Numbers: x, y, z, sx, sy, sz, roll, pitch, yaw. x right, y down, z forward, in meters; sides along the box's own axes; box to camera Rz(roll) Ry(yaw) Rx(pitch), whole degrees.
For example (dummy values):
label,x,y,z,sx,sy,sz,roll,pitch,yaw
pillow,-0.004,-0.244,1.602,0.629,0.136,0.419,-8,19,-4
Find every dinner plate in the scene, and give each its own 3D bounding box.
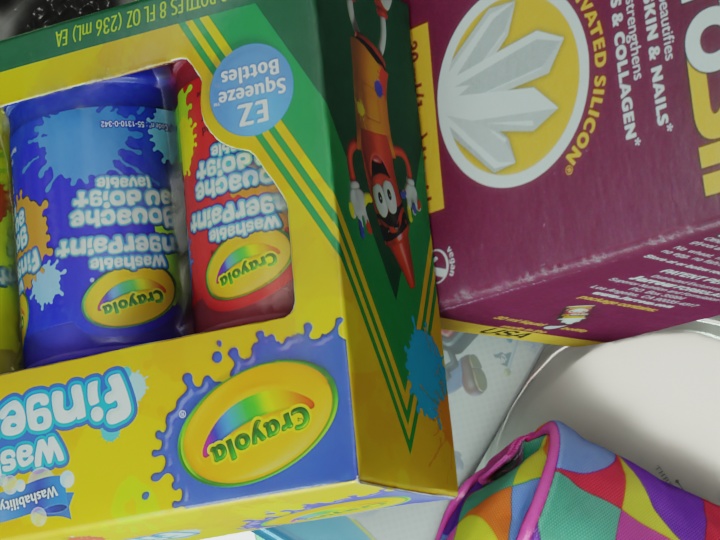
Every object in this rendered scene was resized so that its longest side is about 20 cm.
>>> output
label,x,y,z,sx,sy,sz,roll,pitch,yaw
dinner plate,0.113,0.080,0.866,0.199,0.024,0.201,0,94,7

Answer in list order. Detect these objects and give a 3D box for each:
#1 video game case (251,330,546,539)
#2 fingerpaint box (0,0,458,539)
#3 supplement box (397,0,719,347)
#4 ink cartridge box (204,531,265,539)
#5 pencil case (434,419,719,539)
label,x,y,z,sx,sy,sz,roll,pitch,yaw
video game case,0.000,0.000,0.844,0.143,0.018,0.201,30,77,3
fingerpaint box,-0.079,0.006,0.764,0.199,0.073,0.168,-11,76,26
supplement box,0.105,-0.058,0.747,0.199,0.103,0.132,-18,71,43
ink cartridge box,-0.090,0.026,0.871,0.160,0.050,0.201,-12,94,6
pencil case,0.121,0.124,0.806,0.199,0.088,0.089,28,96,-18
